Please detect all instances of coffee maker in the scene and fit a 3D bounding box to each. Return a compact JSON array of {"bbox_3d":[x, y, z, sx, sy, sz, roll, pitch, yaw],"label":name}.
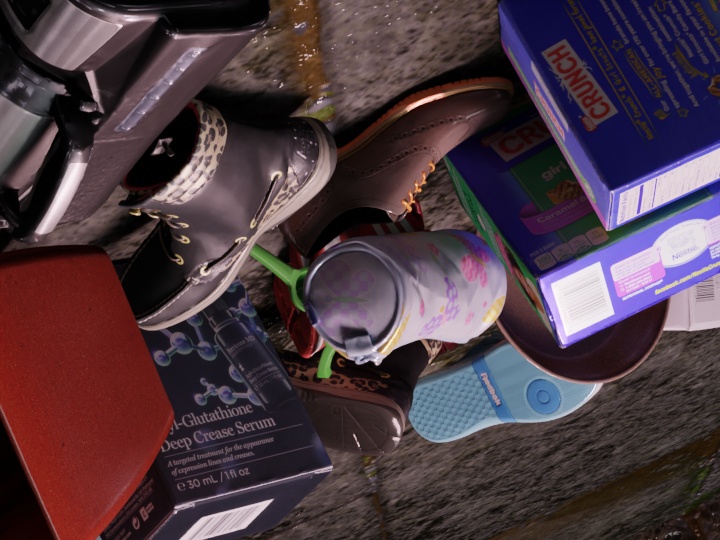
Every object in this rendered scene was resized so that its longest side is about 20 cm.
[{"bbox_3d":[-0.145,-0.127,1.183,0.200,0.135,0.192,-42,179,39],"label":"coffee maker"}]

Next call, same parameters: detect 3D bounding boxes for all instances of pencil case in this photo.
[{"bbox_3d":[0.038,0.016,1.624,0.083,0.091,0.200,-26,173,26],"label":"pencil case"}]

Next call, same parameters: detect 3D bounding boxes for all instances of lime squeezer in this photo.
[{"bbox_3d":[-0.041,0.022,1.663,0.038,0.071,0.200,-53,137,-17],"label":"lime squeezer"}]

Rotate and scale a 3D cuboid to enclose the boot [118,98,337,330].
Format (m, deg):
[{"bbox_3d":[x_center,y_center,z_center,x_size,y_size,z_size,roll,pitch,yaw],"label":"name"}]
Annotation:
[{"bbox_3d":[-0.128,-0.041,1.476,0.204,0.074,0.154,-42,155,21],"label":"boot"}]

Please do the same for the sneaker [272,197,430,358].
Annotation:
[{"bbox_3d":[0.000,0.000,1.742,0.115,0.078,0.200,-19,161,-17],"label":"sneaker"}]

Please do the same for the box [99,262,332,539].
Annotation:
[{"bbox_3d":[-0.140,0.100,1.626,0.148,0.200,0.107,-11,155,-40],"label":"box"}]

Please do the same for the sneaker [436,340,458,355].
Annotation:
[{"bbox_3d":[0.049,0.042,1.937,0.200,0.081,0.075,-43,-176,40],"label":"sneaker"}]

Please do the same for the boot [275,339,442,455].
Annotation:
[{"bbox_3d":[-0.036,0.077,1.856,0.151,0.200,0.073,-54,151,-52],"label":"boot"}]

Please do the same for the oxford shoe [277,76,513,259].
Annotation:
[{"bbox_3d":[0.030,-0.074,1.590,0.200,0.073,0.071,-28,161,3],"label":"oxford shoe"}]

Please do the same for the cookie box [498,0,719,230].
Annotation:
[{"bbox_3d":[0.220,-0.147,1.505,0.200,0.171,0.075,-24,157,-5],"label":"cookie box"}]

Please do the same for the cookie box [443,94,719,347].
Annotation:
[{"bbox_3d":[0.173,-0.058,1.600,0.171,0.200,0.075,-25,128,-6],"label":"cookie box"}]

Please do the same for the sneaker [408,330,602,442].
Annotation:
[{"bbox_3d":[0.146,0.084,1.907,0.200,0.080,0.131,-15,-171,37],"label":"sneaker"}]

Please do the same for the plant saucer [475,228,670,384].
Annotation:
[{"bbox_3d":[0.168,-0.003,1.793,0.200,0.201,0.037,-13,177,-34],"label":"plant saucer"}]

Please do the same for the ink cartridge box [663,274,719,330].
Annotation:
[{"bbox_3d":[0.259,0.008,1.960,0.200,0.084,0.175,-2,-178,41],"label":"ink cartridge box"}]

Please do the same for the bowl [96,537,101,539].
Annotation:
[{"bbox_3d":[-0.214,0.193,1.851,0.201,0.105,0.201,4,178,0],"label":"bowl"}]

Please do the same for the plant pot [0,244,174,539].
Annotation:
[{"bbox_3d":[-0.242,0.085,1.434,0.200,0.200,0.176,-16,-171,37],"label":"plant pot"}]
